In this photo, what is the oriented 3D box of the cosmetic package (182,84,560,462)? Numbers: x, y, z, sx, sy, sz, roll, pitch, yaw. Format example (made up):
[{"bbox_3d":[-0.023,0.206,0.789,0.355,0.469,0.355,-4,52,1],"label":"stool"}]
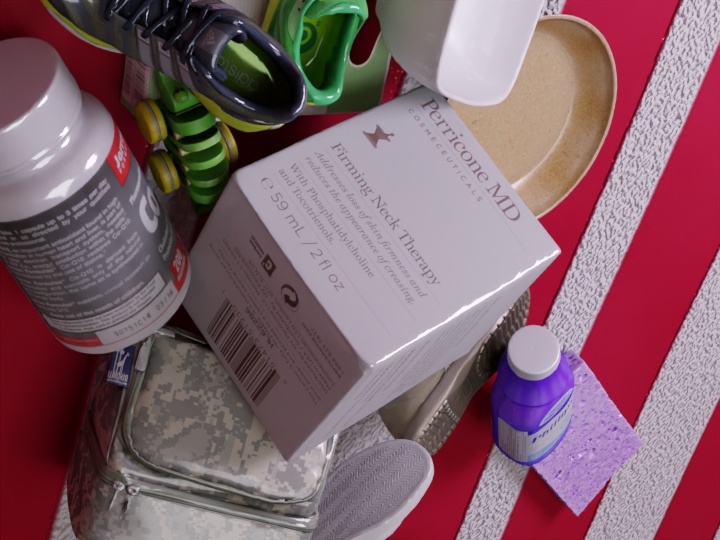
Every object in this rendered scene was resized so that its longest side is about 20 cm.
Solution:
[{"bbox_3d":[0.000,0.000,1.033,0.199,0.168,0.167,-29,166,-35],"label":"cosmetic package"}]

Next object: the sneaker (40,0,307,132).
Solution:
[{"bbox_3d":[-0.110,-0.152,0.867,0.198,0.081,0.075,27,86,-24],"label":"sneaker"}]

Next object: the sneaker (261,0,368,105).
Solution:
[{"bbox_3d":[-0.020,-0.203,0.928,0.073,0.084,0.202,-13,125,-28],"label":"sneaker"}]

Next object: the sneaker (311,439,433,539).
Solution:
[{"bbox_3d":[-0.004,0.238,1.258,0.199,0.074,0.116,-40,146,0],"label":"sneaker"}]

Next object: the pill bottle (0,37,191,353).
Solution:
[{"bbox_3d":[-0.200,-0.048,0.942,0.113,0.114,0.201,-36,135,-12],"label":"pill bottle"}]

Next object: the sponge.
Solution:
[{"bbox_3d":[0.226,0.175,1.492,0.112,0.030,0.200,-45,136,-3],"label":"sponge"}]

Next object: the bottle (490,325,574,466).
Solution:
[{"bbox_3d":[0.161,0.114,1.312,0.084,0.065,0.201,-45,157,-17],"label":"bottle"}]

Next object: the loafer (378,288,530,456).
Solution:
[{"bbox_3d":[0.085,0.077,1.289,0.201,0.068,0.076,-51,151,-21],"label":"loafer"}]

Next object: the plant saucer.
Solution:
[{"bbox_3d":[0.133,-0.129,1.201,0.198,0.035,0.202,-21,130,-27],"label":"plant saucer"}]

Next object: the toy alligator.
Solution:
[{"bbox_3d":[-0.117,-0.110,0.944,0.059,0.054,0.202,-25,132,-19],"label":"toy alligator"}]

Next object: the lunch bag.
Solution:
[{"bbox_3d":[-0.120,0.135,1.095,0.198,0.139,0.170,18,99,-18],"label":"lunch bag"}]

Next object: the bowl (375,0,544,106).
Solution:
[{"bbox_3d":[0.082,-0.228,1.020,0.199,0.074,0.202,-8,118,-66],"label":"bowl"}]

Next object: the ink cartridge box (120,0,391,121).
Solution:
[{"bbox_3d":[-0.065,-0.181,1.001,0.198,0.048,0.147,-9,124,-34],"label":"ink cartridge box"}]
